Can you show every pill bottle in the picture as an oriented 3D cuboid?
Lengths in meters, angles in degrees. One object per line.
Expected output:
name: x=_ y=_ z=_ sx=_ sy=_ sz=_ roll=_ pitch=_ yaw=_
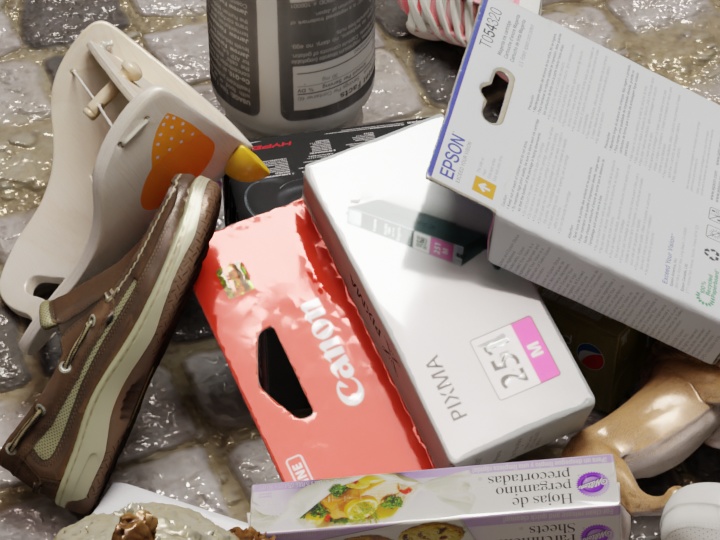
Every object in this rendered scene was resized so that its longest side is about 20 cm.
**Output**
pill bottle: x=-0.046 y=-0.162 z=1.411 sx=0.112 sy=0.201 sz=0.113 roll=1 pitch=42 yaw=0

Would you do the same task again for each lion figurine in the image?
lion figurine: x=0.168 y=0.096 z=1.223 sx=0.199 sy=0.073 sz=0.122 roll=-29 pitch=42 yaw=-24

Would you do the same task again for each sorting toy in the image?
sorting toy: x=-0.158 y=-0.037 z=1.300 sx=0.180 sy=0.107 sz=0.200 roll=-52 pitch=23 yaw=4

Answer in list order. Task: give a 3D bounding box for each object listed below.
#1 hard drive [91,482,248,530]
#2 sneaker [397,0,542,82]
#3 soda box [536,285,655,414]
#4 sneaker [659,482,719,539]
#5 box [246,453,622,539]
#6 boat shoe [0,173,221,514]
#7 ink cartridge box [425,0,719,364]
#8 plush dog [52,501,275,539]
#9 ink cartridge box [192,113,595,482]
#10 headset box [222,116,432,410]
hard drive: x=-0.118 y=0.205 z=1.130 sx=0.131 sy=0.025 sz=0.200 roll=16 pitch=44 yaw=16
sneaker: x=0.076 y=-0.180 z=1.514 sx=0.104 sy=0.076 sz=0.200 roll=0 pitch=24 yaw=1
soda box: x=0.180 y=-0.001 z=1.332 sx=0.064 sy=0.068 sz=0.200 roll=26 pitch=47 yaw=26
sneaker: x=0.224 y=0.197 z=1.090 sx=0.199 sy=0.074 sz=0.116 roll=32 pitch=49 yaw=15
box: x=0.040 y=0.133 z=1.147 sx=0.199 sy=0.042 sz=0.039 roll=-4 pitch=41 yaw=3
boat shoe: x=-0.146 y=0.033 z=1.200 sx=0.075 sy=0.203 sz=0.075 roll=24 pitch=1 yaw=-1
ink cartridge box: x=0.138 y=-0.058 z=1.261 sx=0.199 sy=0.043 sz=0.197 roll=25 pitch=42 yaw=-4
plush dog: x=-0.115 y=0.169 z=1.061 sx=0.199 sy=0.161 sz=0.172 roll=0 pitch=15 yaw=-3
ink cartridge box: x=0.011 y=0.029 z=1.216 sx=0.173 sy=0.044 sz=0.201 roll=-22 pitch=70 yaw=-15
headset box: x=0.000 y=0.000 z=1.323 sx=0.148 sy=0.075 sz=0.201 roll=-8 pitch=42 yaw=-9
